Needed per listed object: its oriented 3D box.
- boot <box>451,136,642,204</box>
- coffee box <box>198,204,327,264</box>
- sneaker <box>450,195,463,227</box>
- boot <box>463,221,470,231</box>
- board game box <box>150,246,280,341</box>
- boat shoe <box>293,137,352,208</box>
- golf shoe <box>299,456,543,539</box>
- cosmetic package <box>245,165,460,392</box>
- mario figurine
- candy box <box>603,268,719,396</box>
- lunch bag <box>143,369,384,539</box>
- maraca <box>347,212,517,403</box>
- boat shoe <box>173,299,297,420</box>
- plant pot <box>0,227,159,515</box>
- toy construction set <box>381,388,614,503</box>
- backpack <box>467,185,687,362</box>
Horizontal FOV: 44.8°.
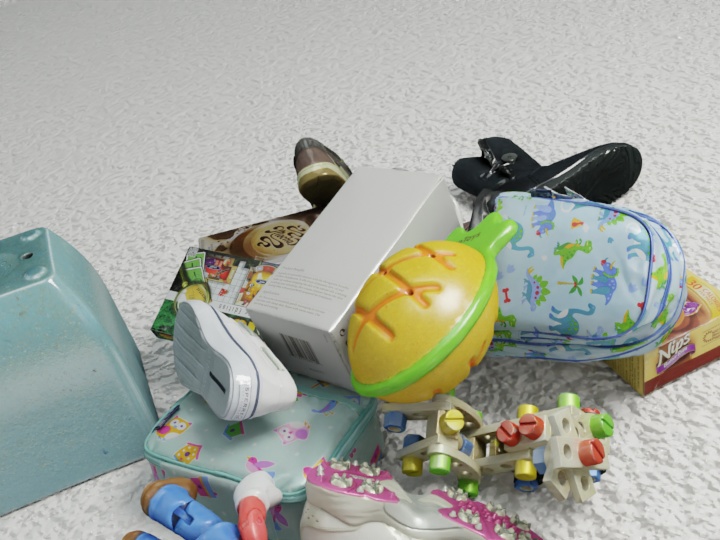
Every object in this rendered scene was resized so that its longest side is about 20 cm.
[{"bbox_3d":[0.233,-0.133,1.116,0.198,0.077,0.168,-26,38,-11],"label":"boot"},{"bbox_3d":[-0.083,-0.005,1.020,0.196,0.081,0.114,-15,31,-5],"label":"coffee box"},{"bbox_3d":[0.046,-0.001,0.904,0.114,0.072,0.203,-24,37,52],"label":"sneaker"},{"bbox_3d":[0.098,0.023,0.934,0.200,0.071,0.146,-42,24,-11],"label":"boot"},{"bbox_3d":[-0.110,0.040,0.895,0.197,0.024,0.106,11,65,20],"label":"board game box"},{"bbox_3d":[-0.038,-0.111,1.079,0.070,0.067,0.201,-15,-13,8],"label":"boat shoe"},{"bbox_3d":[0.047,0.211,0.665,0.196,0.093,0.075,16,5,6],"label":"golf shoe"},{"bbox_3d":[0.000,0.000,0.808,0.106,0.086,0.201,12,51,38],"label":"cosmetic package"},{"bbox_3d":[-0.081,0.230,0.639,0.198,0.126,0.105,18,22,35],"label":"mario figurine"},{"bbox_3d":[0.267,0.029,0.876,0.115,0.057,0.200,-22,35,-13],"label":"candy box"},{"bbox_3d":[-0.086,0.151,0.782,0.197,0.078,0.161,9,38,29],"label":"lunch bag"},{"bbox_3d":[0.059,0.025,0.705,0.136,0.107,0.201,-18,29,46],"label":"maraca"},{"bbox_3d":[-0.116,0.084,0.780,0.066,0.075,0.200,9,16,-28],"label":"boat shoe"},{"bbox_3d":[-0.327,0.079,0.858,0.193,0.203,0.196,-20,32,-14],"label":"plant pot"},{"bbox_3d":[0.120,0.132,0.686,0.198,0.130,0.094,-7,58,51],"label":"toy construction set"},{"bbox_3d":[0.185,0.008,0.770,0.196,0.154,0.166,12,78,13],"label":"backpack"}]
